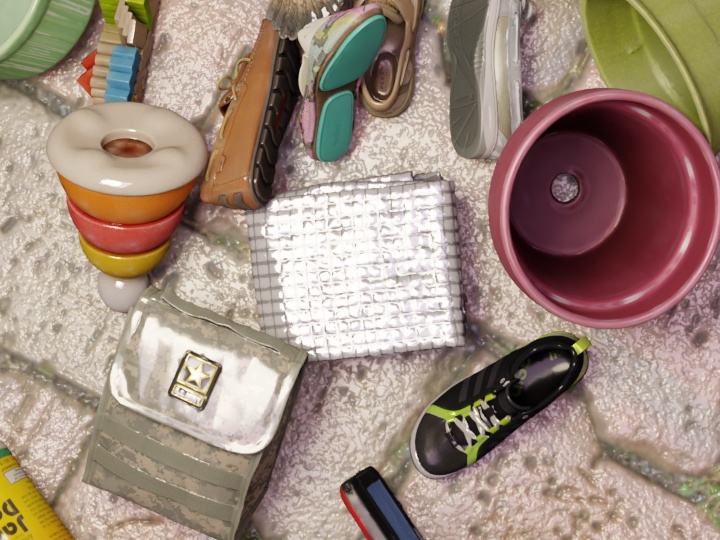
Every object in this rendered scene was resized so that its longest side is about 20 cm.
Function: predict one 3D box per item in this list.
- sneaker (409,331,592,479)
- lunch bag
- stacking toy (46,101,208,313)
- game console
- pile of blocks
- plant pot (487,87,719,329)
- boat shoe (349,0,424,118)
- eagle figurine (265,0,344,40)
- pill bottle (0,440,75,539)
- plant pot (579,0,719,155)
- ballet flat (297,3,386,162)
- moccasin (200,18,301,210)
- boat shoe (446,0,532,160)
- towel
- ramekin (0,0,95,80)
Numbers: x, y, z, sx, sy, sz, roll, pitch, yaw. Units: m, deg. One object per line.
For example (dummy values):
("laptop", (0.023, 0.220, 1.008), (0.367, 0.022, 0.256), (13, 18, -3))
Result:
("sneaker", (0.124, 0.117, 1.561), (0.200, 0.083, 0.072), (-39, 84, 4))
("lunch bag", (-0.147, 0.125, 1.540), (0.163, 0.118, 0.201), (22, 122, 7))
("stacking toy", (-0.218, -0.042, 1.577), (0.145, 0.146, 0.201), (12, 124, 7))
("game console", (0.082, 0.225, 1.503), (0.118, 0.200, 0.173), (-34, 84, 3))
("pile of blocks", (-0.237, -0.209, 1.617), (0.062, 0.082, 0.202), (9, 89, 7))
("plant pot", (0.199, -0.061, 1.497), (0.198, 0.179, 0.202), (-1, 97, -7))
("boat shoe", (0.025, -0.247, 1.596), (0.071, 0.065, 0.202), (-3, 88, 7))
("eagle figurine", (-0.064, -0.334, 1.569), (0.151, 0.151, 0.201), (9, 55, 26))
("pill bottle", (-0.327, 0.268, 1.593), (0.113, 0.113, 0.200), (-38, 84, 4))
("plant pot", (0.328, -0.214, 1.513), (0.189, 0.200, 0.201), (-30, 85, -8))
("ballet flat", (-0.029, -0.182, 1.548), (0.069, 0.201, 0.071), (-24, 63, -26))
("moccasin", (-0.104, -0.148, 1.586), (0.077, 0.074, 0.203), (3, 68, 21))
("boat shoe", (0.125, -0.203, 1.586), (0.064, 0.074, 0.204), (4, 84, -30))
("towel", (0.000, 0.000, 1.582), (0.198, 0.086, 0.167), (-8, 85, 8))
("ramekin", (-0.342, -0.275, 1.598), (0.199, 0.097, 0.202), (-3, 83, 28))
